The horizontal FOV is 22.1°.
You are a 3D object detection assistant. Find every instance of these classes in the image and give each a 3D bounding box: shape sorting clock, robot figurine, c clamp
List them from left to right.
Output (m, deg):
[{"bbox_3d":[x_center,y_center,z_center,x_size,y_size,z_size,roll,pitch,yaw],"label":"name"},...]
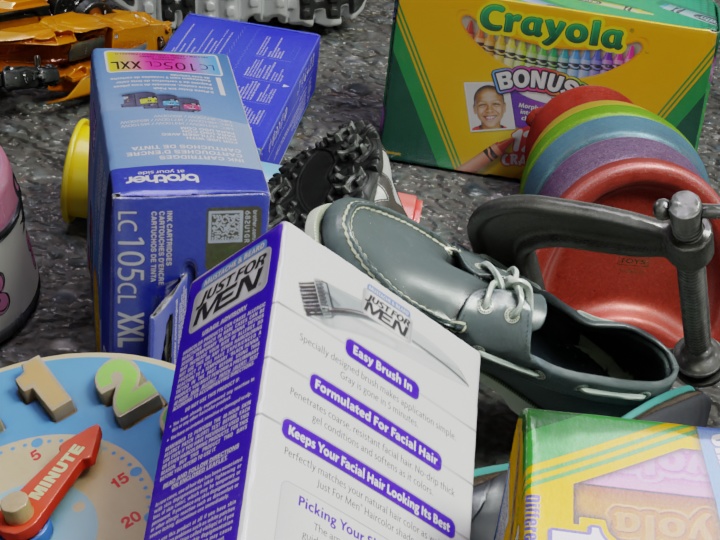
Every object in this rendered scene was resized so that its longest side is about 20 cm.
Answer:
[{"bbox_3d":[-0.227,-0.142,1.186,0.145,0.058,0.200,29,35,36],"label":"robot figurine"},{"bbox_3d":[-0.130,0.104,0.721,0.199,0.039,0.200,-10,39,8],"label":"shape sorting clock"},{"bbox_3d":[0.134,0.012,0.872,0.170,0.200,0.027,10,66,11],"label":"c clamp"}]

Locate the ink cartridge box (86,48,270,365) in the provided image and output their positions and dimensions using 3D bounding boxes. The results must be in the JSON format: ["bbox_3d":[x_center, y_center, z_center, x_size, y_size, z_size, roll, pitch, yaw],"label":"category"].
[{"bbox_3d":[-0.090,-0.008,0.883,0.076,0.137,0.200,-2,29,-12],"label":"ink cartridge box"}]

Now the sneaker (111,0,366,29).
[{"bbox_3d":[-0.096,-0.215,1.353,0.199,0.075,0.081,4,14,-11],"label":"sneaker"}]

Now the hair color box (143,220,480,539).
[{"bbox_3d":[-0.018,0.094,0.668,0.109,0.065,0.201,34,45,-29],"label":"hair color box"}]

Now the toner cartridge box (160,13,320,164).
[{"bbox_3d":[-0.089,-0.104,1.164,0.095,0.043,0.200,9,28,6],"label":"toner cartridge box"}]

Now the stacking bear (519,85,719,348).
[{"bbox_3d":[0.139,-0.044,1.044,0.121,0.114,0.200,4,24,-5],"label":"stacking bear"}]

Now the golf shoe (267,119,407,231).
[{"bbox_3d":[0.000,0.000,0.953,0.078,0.095,0.200,-28,33,14],"label":"golf shoe"}]

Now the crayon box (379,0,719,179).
[{"bbox_3d":[0.117,-0.120,1.159,0.199,0.119,0.058,9,28,5],"label":"crayon box"}]

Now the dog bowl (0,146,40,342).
[{"bbox_3d":[-0.264,-0.024,0.942,0.199,0.074,0.200,6,29,-3],"label":"dog bowl"}]

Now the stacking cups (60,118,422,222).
[{"bbox_3d":[-0.066,-0.037,1.033,0.199,0.061,0.061,12,28,3],"label":"stacking cups"}]

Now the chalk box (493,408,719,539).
[{"bbox_3d":[0.145,0.139,0.646,0.199,0.125,0.124,6,49,-1],"label":"chalk box"}]

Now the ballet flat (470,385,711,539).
[{"bbox_3d":[0.102,0.106,0.803,0.073,0.073,0.200,30,29,36],"label":"ballet flat"}]

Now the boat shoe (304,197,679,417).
[{"bbox_3d":[0.064,0.016,0.845,0.200,0.062,0.073,33,44,-26],"label":"boat shoe"}]
